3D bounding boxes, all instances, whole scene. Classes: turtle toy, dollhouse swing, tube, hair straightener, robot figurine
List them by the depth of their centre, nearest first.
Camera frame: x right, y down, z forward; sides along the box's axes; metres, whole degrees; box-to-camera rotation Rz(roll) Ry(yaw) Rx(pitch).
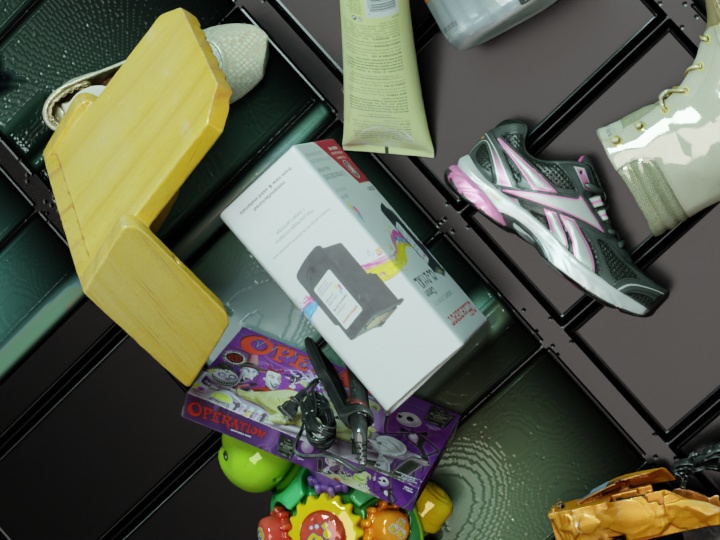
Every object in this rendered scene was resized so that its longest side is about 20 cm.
[{"bbox_3d":[-0.136,-0.064,1.426,0.176,0.200,0.182,-38,127,7],"label":"dollhouse swing"},{"bbox_3d":[-0.024,0.105,1.427,0.077,0.200,0.041,-34,117,9],"label":"hair straightener"},{"bbox_3d":[0.014,-0.170,1.438,0.058,0.052,0.201,41,149,41],"label":"tube"},{"bbox_3d":[0.257,0.212,1.459,0.199,0.058,0.146,-13,94,15],"label":"robot figurine"},{"bbox_3d":[-0.032,0.192,1.498,0.200,0.101,0.146,44,104,14],"label":"turtle toy"}]

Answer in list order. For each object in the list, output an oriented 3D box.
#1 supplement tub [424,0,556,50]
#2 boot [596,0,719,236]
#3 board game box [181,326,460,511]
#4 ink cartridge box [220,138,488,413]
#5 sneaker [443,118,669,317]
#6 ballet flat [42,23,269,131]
[{"bbox_3d":[0.076,-0.281,1.407,0.122,0.123,0.201,-30,89,15],"label":"supplement tub"},{"bbox_3d":[0.249,-0.141,1.412,0.154,0.072,0.201,-23,92,17],"label":"boot"},{"bbox_3d":[-0.030,0.116,1.481,0.199,0.120,0.032,21,116,10],"label":"board game box"},{"bbox_3d":[0.000,0.000,1.447,0.083,0.146,0.200,-42,87,12],"label":"ink cartridge box"},{"bbox_3d":[0.165,-0.044,1.441,0.200,0.080,0.086,38,93,0],"label":"sneaker"},{"bbox_3d":[-0.168,-0.149,1.510,0.199,0.062,0.068,-19,92,14],"label":"ballet flat"}]
